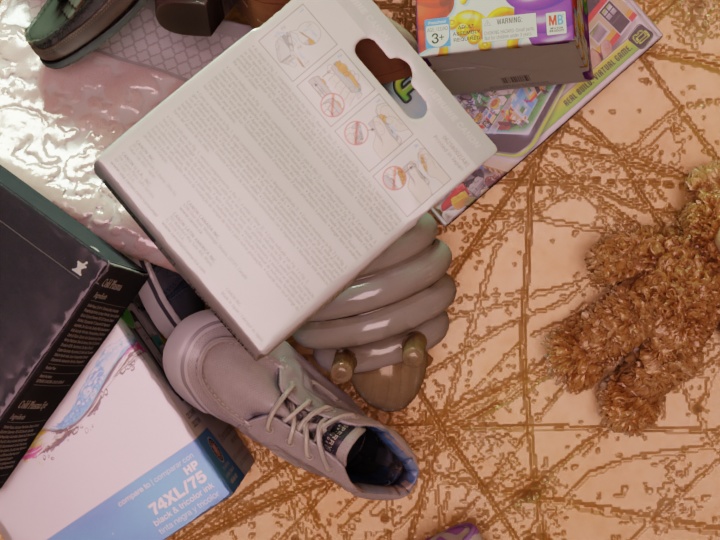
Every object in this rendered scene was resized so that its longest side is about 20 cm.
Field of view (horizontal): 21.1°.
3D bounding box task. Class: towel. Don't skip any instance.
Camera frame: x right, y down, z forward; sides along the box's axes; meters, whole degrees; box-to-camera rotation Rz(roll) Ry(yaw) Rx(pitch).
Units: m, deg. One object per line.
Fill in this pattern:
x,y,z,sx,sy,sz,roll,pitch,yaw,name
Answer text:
-0.173,-0.109,1.285,0.200,0.032,0.191,19,63,8,towel

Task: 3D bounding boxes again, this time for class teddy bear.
0.217,0.023,1.329,0.200,0.067,0.145,-32,94,4,teddy bear

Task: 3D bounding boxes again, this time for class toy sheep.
0.000,0.000,1.304,0.137,0.138,0.201,-12,102,3,toy sheep

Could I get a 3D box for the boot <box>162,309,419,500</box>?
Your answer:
-0.037,0.092,1.276,0.095,0.200,0.074,25,85,44,boot

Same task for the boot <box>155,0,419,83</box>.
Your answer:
-0.044,-0.202,1.294,0.199,0.146,0.070,15,136,6,boot

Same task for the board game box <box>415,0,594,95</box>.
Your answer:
0.091,-0.229,1.272,0.105,0.103,0.201,-5,80,12,board game box

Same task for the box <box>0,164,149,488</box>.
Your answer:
-0.267,0.017,1.187,0.200,0.104,0.182,36,92,8,box

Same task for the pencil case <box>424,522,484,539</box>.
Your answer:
0.091,0.271,1.338,0.084,0.085,0.200,-32,92,-7,pencil case

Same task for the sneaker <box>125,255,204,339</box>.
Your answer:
-0.132,-0.053,1.334,0.079,0.078,0.201,-18,91,9,sneaker

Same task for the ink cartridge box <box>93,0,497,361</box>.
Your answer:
-0.041,-0.067,1.217,0.200,0.057,0.163,-41,91,-12,ink cartridge box

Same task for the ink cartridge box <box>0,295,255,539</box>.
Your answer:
-0.191,0.097,1.310,0.146,0.147,0.200,-34,92,4,ink cartridge box

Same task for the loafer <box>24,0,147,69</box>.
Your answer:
-0.151,-0.218,1.251,0.200,0.072,0.063,-42,131,7,loafer

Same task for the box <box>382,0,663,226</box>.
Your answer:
0.098,-0.136,1.342,0.200,0.035,0.110,-42,90,4,box
